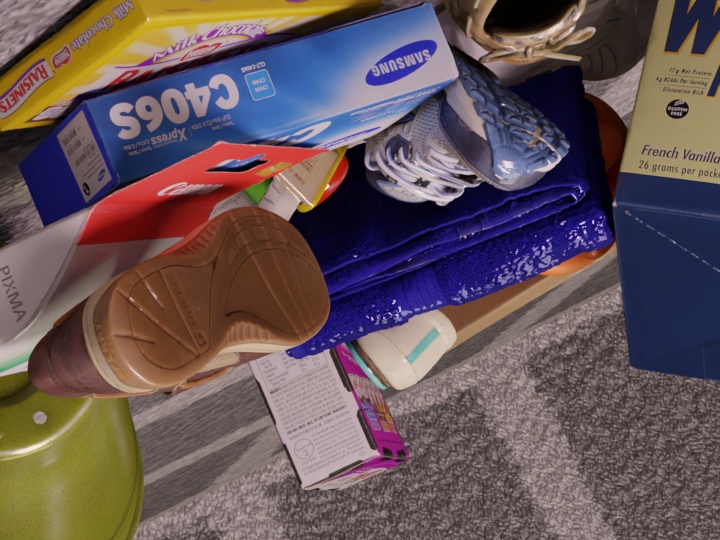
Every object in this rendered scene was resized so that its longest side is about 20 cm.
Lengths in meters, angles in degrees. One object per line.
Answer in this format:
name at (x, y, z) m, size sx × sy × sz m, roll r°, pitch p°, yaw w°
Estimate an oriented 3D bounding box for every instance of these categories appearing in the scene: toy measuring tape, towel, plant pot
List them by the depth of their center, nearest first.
toy measuring tape at (-0.056, -0.043, 1.153) m, size 0.073 × 0.073 × 0.201 m, roll -38°, pitch -161°, yaw 48°
towel at (0.040, -0.040, 1.182) m, size 0.199 × 0.148 × 0.050 m, roll -20°, pitch 131°, yaw 14°
plant pot at (-0.215, 0.083, 1.202) m, size 0.199 × 0.201 × 0.193 m, roll -25°, pitch 159°, yaw -23°

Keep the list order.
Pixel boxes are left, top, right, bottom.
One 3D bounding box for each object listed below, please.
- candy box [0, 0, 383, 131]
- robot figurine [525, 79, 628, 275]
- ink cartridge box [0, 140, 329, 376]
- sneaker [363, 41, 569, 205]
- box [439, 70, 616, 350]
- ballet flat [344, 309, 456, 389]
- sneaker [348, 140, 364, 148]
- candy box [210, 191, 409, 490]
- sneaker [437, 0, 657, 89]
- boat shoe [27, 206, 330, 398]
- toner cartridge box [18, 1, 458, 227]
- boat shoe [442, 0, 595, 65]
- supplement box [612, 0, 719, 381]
candy box at (-0.079, -0.107, 0.996) m, size 0.102 × 0.027 × 0.199 m, roll -34°, pitch 170°, yaw 31°
robot figurine at (0.094, -0.061, 1.318) m, size 0.143 × 0.118 × 0.199 m, roll 4°, pitch -171°, yaw -34°
ink cartridge box at (-0.117, -0.001, 1.006) m, size 0.199 × 0.050 × 0.161 m, roll -22°, pitch 176°, yaw 16°
sneaker at (0.047, -0.067, 1.112) m, size 0.086 × 0.077 × 0.200 m, roll -56°, pitch -161°, yaw 9°
box at (0.069, -0.036, 1.447) m, size 0.199 × 0.165 × 0.021 m, roll -32°, pitch 148°, yaw 22°
ballet flat at (0.000, 0.000, 1.251) m, size 0.069 × 0.200 × 0.070 m, roll -13°, pitch 125°, yaw -19°
sneaker at (-0.002, -0.040, 1.379) m, size 0.078 × 0.100 × 0.200 m, roll -29°, pitch 171°, yaw 4°
candy box at (-0.041, 0.045, 1.408) m, size 0.061 × 0.201 × 0.136 m, roll -24°, pitch 170°, yaw 6°
sneaker at (0.133, -0.156, 1.252) m, size 0.199 × 0.071 × 0.080 m, roll -19°, pitch 164°, yaw -45°
boat shoe at (-0.084, 0.022, 0.985) m, size 0.072 × 0.073 × 0.200 m, roll -24°, pitch -178°, yaw 28°
toner cartridge box at (-0.058, -0.073, 1.020) m, size 0.199 × 0.043 × 0.095 m, roll -20°, pitch 176°, yaw -32°
boat shoe at (0.080, -0.142, 1.086) m, size 0.073 × 0.063 × 0.200 m, roll -25°, pitch 162°, yaw 6°
supplement box at (0.231, -0.065, 1.193) m, size 0.133 × 0.201 × 0.200 m, roll 9°, pitch 153°, yaw 15°
